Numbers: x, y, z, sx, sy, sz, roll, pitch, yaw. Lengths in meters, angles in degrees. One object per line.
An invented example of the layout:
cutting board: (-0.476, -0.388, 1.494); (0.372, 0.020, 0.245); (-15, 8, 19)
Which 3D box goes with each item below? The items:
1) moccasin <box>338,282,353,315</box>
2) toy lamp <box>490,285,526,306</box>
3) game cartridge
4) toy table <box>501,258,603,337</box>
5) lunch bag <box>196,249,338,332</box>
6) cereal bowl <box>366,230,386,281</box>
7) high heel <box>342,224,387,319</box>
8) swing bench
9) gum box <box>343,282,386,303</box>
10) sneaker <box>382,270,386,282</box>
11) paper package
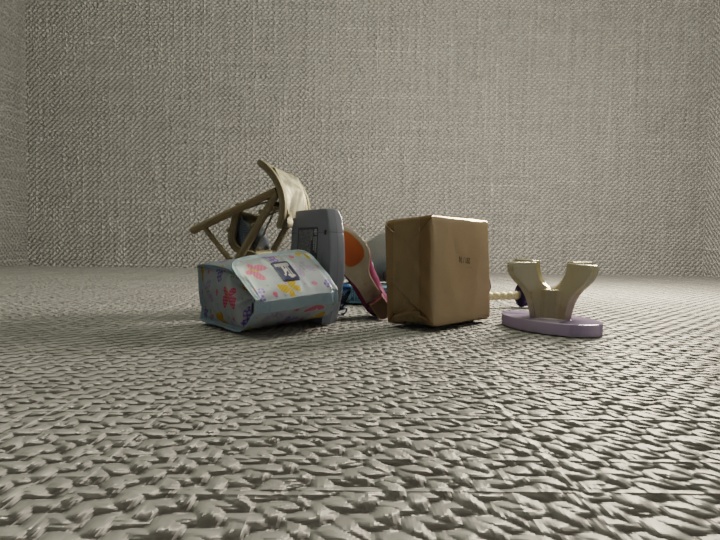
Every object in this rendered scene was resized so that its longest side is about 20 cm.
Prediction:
moccasin: (-0.057, 0.057, 1.090); (0.079, 0.069, 0.200); (8, 3, -6)
toy lamp: (0.328, 0.059, 1.281); (0.198, 0.059, 0.058); (-1, 3, -16)
game cartridge: (-0.080, -0.009, 0.984); (0.041, 0.203, 0.133); (2, 2, -35)
toy table: (0.326, 0.043, 0.943); (0.182, 0.119, 0.199); (-1, 4, -35)
lunch bag: (-0.154, 0.032, 0.914); (0.168, 0.129, 0.199); (-7, 11, -39)
cereal bowl: (0.093, -0.029, 1.471); (0.198, 0.084, 0.201); (-20, -25, -10)
high heel: (0.000, 0.000, 1.057); (0.067, 0.201, 0.096); (-34, 11, -3)
swing bench: (-0.195, -0.100, 1.088); (0.200, 0.130, 0.199); (-41, -3, 9)
gum box: (0.034, 0.056, 1.359); (0.198, 0.045, 0.170); (1, 2, 18)
sneaker: (0.135, -0.004, 1.406); (0.199, 0.078, 0.081); (-5, -7, -42)
paper package: (0.145, -0.001, 0.985); (0.103, 0.193, 0.199); (-3, -1, 41)
